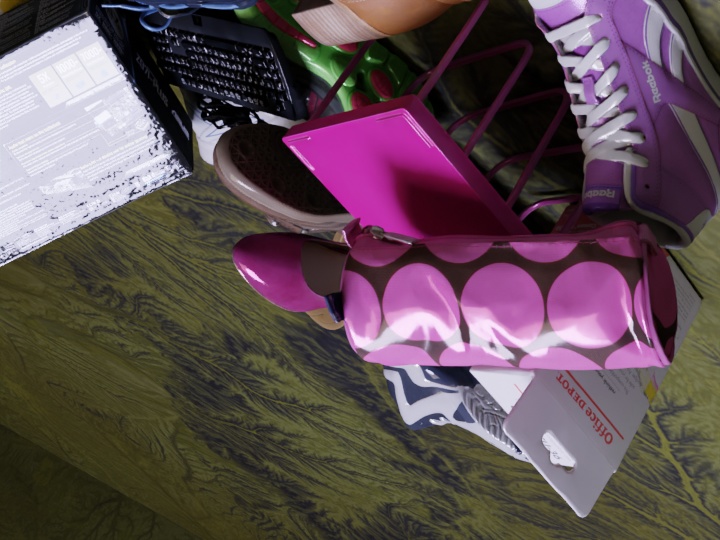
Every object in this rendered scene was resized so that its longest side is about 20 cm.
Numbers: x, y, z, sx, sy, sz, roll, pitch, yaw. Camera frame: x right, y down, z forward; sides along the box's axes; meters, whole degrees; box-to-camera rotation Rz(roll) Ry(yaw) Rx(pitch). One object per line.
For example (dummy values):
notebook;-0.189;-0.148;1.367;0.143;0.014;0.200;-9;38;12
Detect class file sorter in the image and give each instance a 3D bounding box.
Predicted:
file sorter;0.079;-0.071;0.781;0.200;0.126;0.139;46;154;-25

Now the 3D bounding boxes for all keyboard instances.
keyboard;-0.113;-0.143;0.877;0.199;0.040;0.105;24;147;50

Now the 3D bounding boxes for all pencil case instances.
pencil case;0.085;0.012;0.681;0.198;0.091;0.094;-2;107;22

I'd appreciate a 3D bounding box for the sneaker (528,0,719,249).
sneaker;0.147;-0.097;0.665;0.200;0.115;0.073;44;156;-17

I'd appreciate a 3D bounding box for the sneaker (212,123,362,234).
sneaker;-0.051;-0.055;0.879;0.075;0.071;0.199;-25;157;33

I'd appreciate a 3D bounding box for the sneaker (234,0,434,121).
sneaker;-0.018;-0.139;0.862;0.200;0.077;0.084;49;160;-5

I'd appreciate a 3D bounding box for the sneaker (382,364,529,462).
sneaker;0.094;0.119;1.068;0.198;0.080;0.130;30;157;11

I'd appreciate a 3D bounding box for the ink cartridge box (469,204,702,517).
ink cartridge box;0.157;0.062;0.834;0.067;0.201;0.117;-1;138;53

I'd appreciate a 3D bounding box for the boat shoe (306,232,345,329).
boat shoe;0.014;-0.024;1.024;0.074;0.069;0.200;44;134;-4

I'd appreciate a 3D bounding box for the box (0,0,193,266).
box;-0.261;-0.121;0.941;0.164;0.199;0.086;58;-168;-36

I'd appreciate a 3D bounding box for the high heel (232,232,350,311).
high heel;0.000;0.000;0.918;0.199;0.068;0.096;22;149;-31

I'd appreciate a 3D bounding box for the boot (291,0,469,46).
boot;-0.011;-0.210;0.668;0.154;0.074;0.199;-10;155;39

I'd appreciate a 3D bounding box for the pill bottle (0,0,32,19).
pill bottle;-0.280;-0.221;0.987;0.114;0.115;0.200;9;145;44

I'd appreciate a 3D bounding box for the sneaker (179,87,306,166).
sneaker;-0.088;-0.130;0.963;0.199;0.075;0.087;8;139;44

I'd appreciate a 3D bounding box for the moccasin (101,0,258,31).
moccasin;-0.141;-0.210;0.834;0.068;0.081;0.200;41;174;-35
